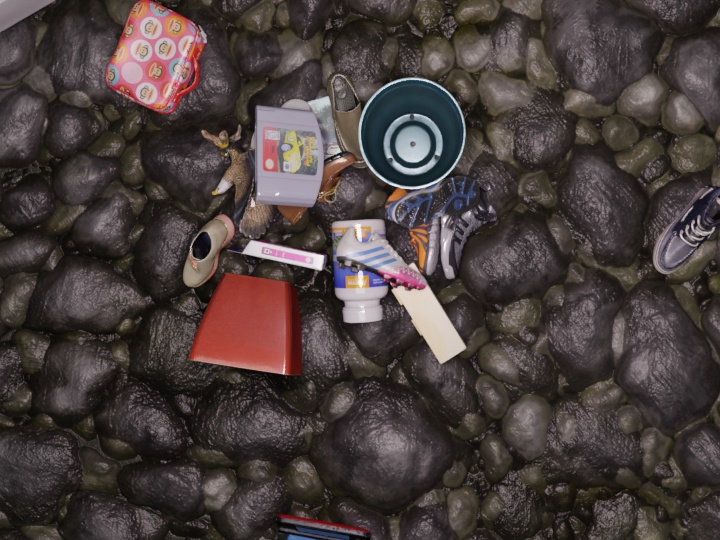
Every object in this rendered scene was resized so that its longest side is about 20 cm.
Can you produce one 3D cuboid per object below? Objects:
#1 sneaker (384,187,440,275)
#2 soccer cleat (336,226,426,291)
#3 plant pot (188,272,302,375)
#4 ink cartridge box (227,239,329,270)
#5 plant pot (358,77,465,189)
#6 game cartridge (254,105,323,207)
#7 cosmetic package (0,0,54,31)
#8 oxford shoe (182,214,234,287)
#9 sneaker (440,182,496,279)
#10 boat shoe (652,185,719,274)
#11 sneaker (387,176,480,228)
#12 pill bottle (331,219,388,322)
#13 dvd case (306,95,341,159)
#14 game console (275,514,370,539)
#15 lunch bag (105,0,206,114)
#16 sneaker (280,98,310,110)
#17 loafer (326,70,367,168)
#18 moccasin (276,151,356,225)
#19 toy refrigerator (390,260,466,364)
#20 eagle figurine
[{"bbox_3d":[0.103,-0.086,1.623,0.110,0.078,0.203,0,67,11],"label":"sneaker"},{"bbox_3d":[0.049,-0.023,1.547,0.198,0.070,0.088,20,78,-22],"label":"soccer cleat"},{"bbox_3d":[-0.213,0.107,1.617,0.197,0.200,0.179,7,83,4],"label":"plant pot"},{"bbox_3d":[-0.165,-0.036,1.644,0.197,0.095,0.038,10,94,4],"label":"ink cartridge box"},{"bbox_3d":[0.099,-0.254,1.565,0.196,0.188,0.204,0,92,4],"label":"plant pot"},{"bbox_3d":[-0.136,-0.221,1.543,0.131,0.041,0.203,4,68,-19],"label":"game cartridge"},{"bbox_3d":[-0.746,-0.555,1.652,0.198,0.113,0.082,-29,91,4],"label":"cosmetic package"},{"bbox_3d":[-0.327,-0.032,1.633,0.071,0.074,0.201,42,128,10],"label":"oxford shoe"},{"bbox_3d":[0.217,-0.083,1.621,0.112,0.075,0.204,1,91,7],"label":"sneaker"},{"bbox_3d":[0.652,-0.081,1.580,0.074,0.093,0.202,32,95,2],"label":"boat shoe"},{"bbox_3d":[0.140,-0.138,1.554,0.197,0.077,0.077,-15,104,-22],"label":"sneaker"},{"bbox_3d":[0.000,0.000,1.625,0.110,0.112,0.204,-3,92,4],"label":"pill bottle"},{"bbox_3d":[-0.090,-0.277,1.662,0.197,0.022,0.148,-13,92,6],"label":"dvd case"},{"bbox_3d":[-0.083,0.587,1.666,0.197,0.173,0.120,8,67,3],"label":"game console"},{"bbox_3d":[-0.407,-0.429,1.647,0.174,0.082,0.202,27,94,2],"label":"lunch bag"},{"bbox_3d":[-0.154,-0.245,1.627,0.075,0.105,0.202,19,65,-1],"label":"sneaker"},{"bbox_3d":[-0.026,-0.302,1.611,0.074,0.070,0.203,-20,92,4],"label":"loafer"},{"bbox_3d":[-0.082,-0.165,1.625,0.201,0.074,0.078,-39,96,20],"label":"moccasin"},{"bbox_3d":[0.133,0.085,1.638,0.069,0.076,0.202,-31,91,5],"label":"toy refrigerator"},{"bbox_3d":[-0.235,-0.180,1.622,0.202,0.151,0.151,58,135,15],"label":"eagle figurine"}]
